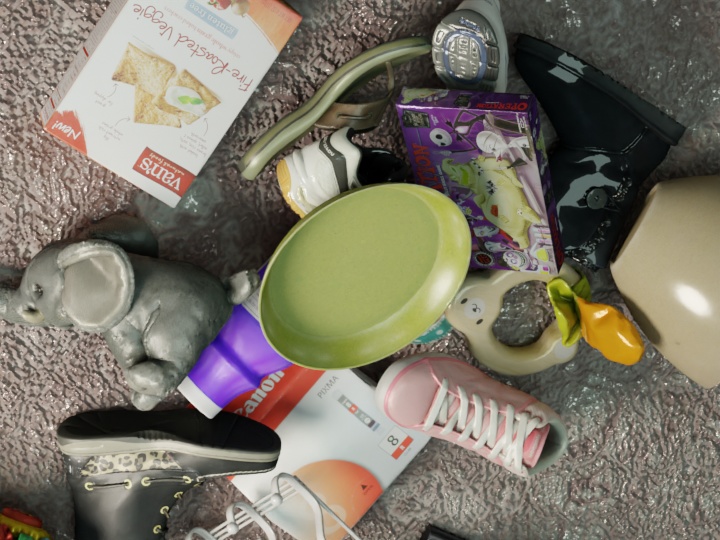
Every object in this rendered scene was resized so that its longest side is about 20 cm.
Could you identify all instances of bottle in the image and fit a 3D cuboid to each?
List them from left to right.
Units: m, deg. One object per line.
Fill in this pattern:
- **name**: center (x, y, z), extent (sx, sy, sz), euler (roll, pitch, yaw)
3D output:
- **bottle**: center (-0.081, 0.046, 1.493), extent (0.084, 0.065, 0.200), euler (44, 90, -8)

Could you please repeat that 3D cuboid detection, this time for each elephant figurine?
- **elephant figurine**: center (-0.222, 0.016, 1.425), extent (0.200, 0.141, 0.155), euler (40, 66, -9)

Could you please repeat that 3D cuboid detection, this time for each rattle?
- **rattle**: center (0.135, 0.059, 1.533), extent (0.199, 0.143, 0.130), euler (5, 127, -24)

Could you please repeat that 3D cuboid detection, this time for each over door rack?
- **over door rack**: center (-0.048, 0.283, 1.549), extent (0.200, 0.067, 0.148), euler (38, 131, -22)

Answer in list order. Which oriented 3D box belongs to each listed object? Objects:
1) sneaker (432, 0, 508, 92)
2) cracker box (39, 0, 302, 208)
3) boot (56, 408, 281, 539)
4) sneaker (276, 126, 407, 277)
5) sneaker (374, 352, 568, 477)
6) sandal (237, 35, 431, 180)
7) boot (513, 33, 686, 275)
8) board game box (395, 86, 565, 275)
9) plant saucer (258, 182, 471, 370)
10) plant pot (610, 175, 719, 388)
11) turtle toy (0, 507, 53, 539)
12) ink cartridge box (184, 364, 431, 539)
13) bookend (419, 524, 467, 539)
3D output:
- **sneaker**: center (0.106, -0.155, 1.474), extent (0.074, 0.087, 0.200), euler (14, 130, 13)
- **cracker box**: center (-0.161, -0.172, 1.403), extent (0.134, 0.058, 0.200), euler (31, 99, -23)
- **boot**: center (-0.174, 0.208, 1.522), extent (0.203, 0.074, 0.154), euler (2, 112, 1)
- **sneaker**: center (0.017, -0.057, 1.450), extent (0.088, 0.076, 0.200), euler (-34, 144, 20)
- **sneaker**: center (0.113, 0.135, 1.541), extent (0.200, 0.105, 0.076), euler (19, 98, -39)
- **sandal**: center (-0.016, -0.136, 1.443), extent (0.201, 0.080, 0.057), euler (-38, 87, 10)
- **boot**: center (0.186, -0.102, 1.516), extent (0.200, 0.076, 0.168), euler (28, 96, -29)
- **board game box**: center (0.108, -0.076, 1.459), extent (0.120, 0.032, 0.200), euler (9, 141, 25)
- **plant saucer**: center (0.000, 0.000, 1.428), extent (0.200, 0.031, 0.200), euler (-17, 134, -18)
- **plant pot**: center (0.312, -0.010, 1.542), extent (0.134, 0.200, 0.201), euler (29, 101, 2)
- **turtle toy**: center (-0.338, 0.256, 1.477), extent (0.200, 0.146, 0.101), euler (23, 80, -23)
- **ink cartridge box**: center (-0.055, 0.154, 1.558), extent (0.200, 0.050, 0.162), euler (39, 95, -27)
- **bookend**: center (0.080, 0.386, 1.599), extent (0.092, 0.199, 0.200), euler (25, 100, -20)
